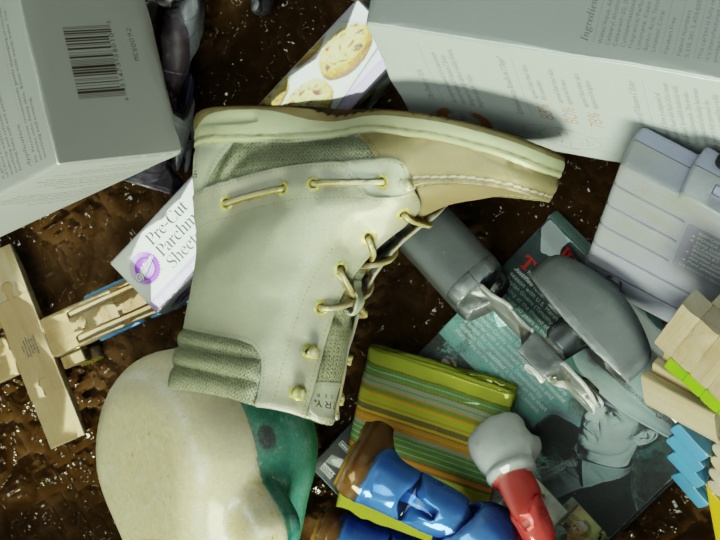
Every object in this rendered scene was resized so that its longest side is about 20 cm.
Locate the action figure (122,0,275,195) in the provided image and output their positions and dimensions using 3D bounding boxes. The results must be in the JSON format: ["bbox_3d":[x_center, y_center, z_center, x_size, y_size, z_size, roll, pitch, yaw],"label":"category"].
[{"bbox_3d":[-0.104,-0.147,1.257,0.130,0.069,0.201,21,104,22],"label":"action figure"}]

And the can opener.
[{"bbox_3d":[0.067,-0.009,1.216,0.067,0.053,0.200,-41,71,-2],"label":"can opener"}]

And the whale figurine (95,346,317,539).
[{"bbox_3d":[-0.068,0.137,1.271,0.159,0.103,0.201,-14,89,55],"label":"whale figurine"}]

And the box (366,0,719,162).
[{"bbox_3d":[0.119,-0.119,1.134,0.199,0.124,0.098,11,73,17],"label":"box"}]

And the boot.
[{"bbox_3d":[0.000,0.000,1.169,0.199,0.072,0.156,4,82,24],"label":"boot"}]

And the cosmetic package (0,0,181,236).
[{"bbox_3d":[-0.195,-0.080,1.244,0.200,0.085,0.108,-19,83,47],"label":"cosmetic package"}]

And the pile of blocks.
[{"bbox_3d":[0.191,0.068,1.173,0.082,0.062,0.201,30,150,32],"label":"pile of blocks"}]

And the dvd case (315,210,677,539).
[{"bbox_3d":[0.087,0.088,1.258,0.146,0.022,0.200,45,113,6],"label":"dvd case"}]

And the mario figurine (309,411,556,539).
[{"bbox_3d":[0.077,0.154,1.226,0.199,0.106,0.124,26,142,5],"label":"mario figurine"}]

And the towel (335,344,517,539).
[{"bbox_3d":[0.025,0.143,1.274,0.086,0.018,0.201,18,107,20],"label":"towel"}]

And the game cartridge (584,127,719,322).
[{"bbox_3d":[0.209,0.011,1.146,0.199,0.038,0.130,28,151,8],"label":"game cartridge"}]

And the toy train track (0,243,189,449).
[{"bbox_3d":[-0.143,0.026,1.325,0.199,0.033,0.115,-23,85,17],"label":"toy train track"}]

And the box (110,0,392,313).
[{"bbox_3d":[-0.049,-0.060,1.254,0.200,0.039,0.041,-45,82,14],"label":"box"}]
